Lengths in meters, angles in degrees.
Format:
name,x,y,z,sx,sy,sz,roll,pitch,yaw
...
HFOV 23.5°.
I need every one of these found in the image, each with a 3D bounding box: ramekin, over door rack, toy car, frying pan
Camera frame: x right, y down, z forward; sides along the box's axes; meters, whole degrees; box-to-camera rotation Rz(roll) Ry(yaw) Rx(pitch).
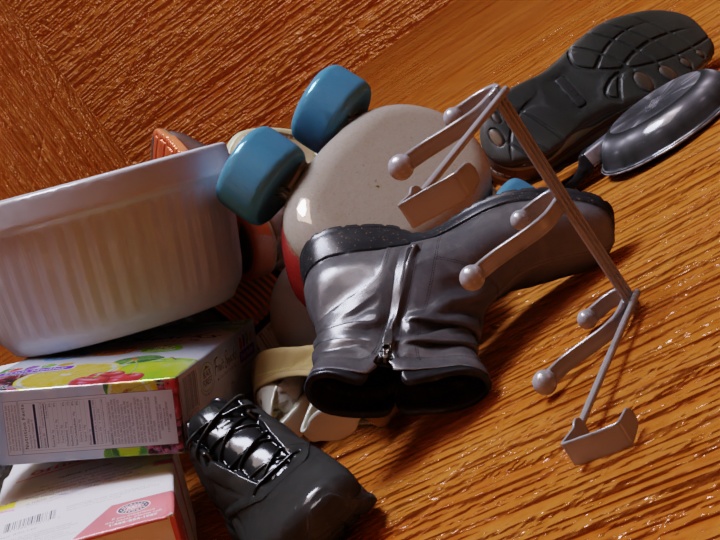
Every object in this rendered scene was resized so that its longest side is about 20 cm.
name,x,y,z,sx,sy,sz,roll,pitch,yaw
ramekin,-0.174,-0.013,1.187,0.199,0.106,0.200,-15,6,2
over door rack,0.073,-0.001,0.847,0.066,0.148,0.200,-32,10,18
toy car,0.000,0.000,1.199,0.177,0.184,0.201,-46,-16,-42
frying pan,0.192,-0.097,1.239,0.115,0.031,0.190,-43,13,-36

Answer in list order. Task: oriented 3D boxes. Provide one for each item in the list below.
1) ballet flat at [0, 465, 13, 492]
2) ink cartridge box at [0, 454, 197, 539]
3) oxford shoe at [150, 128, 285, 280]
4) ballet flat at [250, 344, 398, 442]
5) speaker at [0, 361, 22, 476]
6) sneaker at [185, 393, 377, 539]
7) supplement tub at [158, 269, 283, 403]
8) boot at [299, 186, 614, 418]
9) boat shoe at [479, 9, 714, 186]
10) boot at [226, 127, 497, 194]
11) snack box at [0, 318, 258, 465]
name,x,y,z,sx,sy,sz,roll,pitch,yaw
ballet flat,-0.244,0.174,1.168,0.067,0.046,0.200,-17,28,41
ink cartridge box,-0.162,0.160,1.068,0.116,0.068,0.200,-15,13,-3
oxford shoe,-0.098,-0.054,1.309,0.072,0.072,0.200,-14,37,-29
ballet flat,-0.030,0.081,1.109,0.063,0.069,0.200,-58,16,-25
speaker,-0.256,0.108,1.295,0.081,0.082,0.200,-34,-8,20
sneaker,-0.057,0.115,0.961,0.076,0.091,0.200,-38,10,-17
supplement tub,-0.087,0.040,1.327,0.200,0.123,0.122,-44,12,-36
boot,0.063,0.026,1.006,0.198,0.070,0.132,-13,41,2
boat shoe,0.172,-0.127,1.299,0.199,0.076,0.074,-28,-23,-14
boot,0.001,-0.072,1.377,0.154,0.199,0.073,-4,69,69
snack box,-0.157,0.077,1.134,0.141,0.053,0.200,-4,7,11
